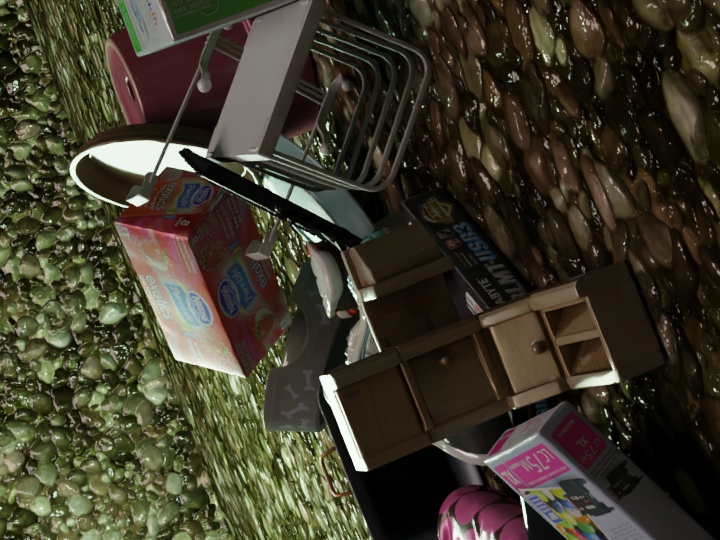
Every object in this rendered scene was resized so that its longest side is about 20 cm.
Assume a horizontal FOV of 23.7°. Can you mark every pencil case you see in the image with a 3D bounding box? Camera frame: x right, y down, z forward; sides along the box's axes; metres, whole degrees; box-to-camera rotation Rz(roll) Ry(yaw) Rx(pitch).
[{"bbox_3d":[0.142,0.260,1.565,0.200,0.091,0.094,-165,86,-72],"label":"pencil case"}]

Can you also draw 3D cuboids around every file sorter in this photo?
[{"bbox_3d":[-0.037,-0.144,1.495,0.200,0.124,0.139,-172,101,-73],"label":"file sorter"}]

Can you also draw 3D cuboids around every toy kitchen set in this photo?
[{"bbox_3d":[0.076,0.035,1.266,0.163,0.200,0.180,68,165,1],"label":"toy kitchen set"}]

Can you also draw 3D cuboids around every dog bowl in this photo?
[{"bbox_3d":[-0.046,0.082,1.835,0.200,0.059,0.200,15,-90,-81],"label":"dog bowl"}]

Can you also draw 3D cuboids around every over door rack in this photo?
[{"bbox_3d":[-0.108,-0.122,1.621,0.148,0.200,0.067,26,179,-22],"label":"over door rack"}]

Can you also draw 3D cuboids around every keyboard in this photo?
[{"bbox_3d":[-0.063,-0.051,1.532,0.200,0.021,0.127,26,-177,-32],"label":"keyboard"}]

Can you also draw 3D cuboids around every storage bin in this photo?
[{"bbox_3d":[0.030,0.188,1.778,0.134,0.146,0.200,119,129,-83],"label":"storage bin"}]

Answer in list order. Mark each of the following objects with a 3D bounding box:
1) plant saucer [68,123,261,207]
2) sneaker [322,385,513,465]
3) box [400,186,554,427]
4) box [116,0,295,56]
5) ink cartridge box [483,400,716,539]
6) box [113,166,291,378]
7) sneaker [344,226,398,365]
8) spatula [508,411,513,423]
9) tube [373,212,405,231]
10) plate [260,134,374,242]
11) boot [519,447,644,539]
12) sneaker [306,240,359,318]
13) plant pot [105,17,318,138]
[{"bbox_3d":[-0.202,-0.107,1.783,0.200,0.200,0.029,114,160,-69],"label":"plant saucer"},{"bbox_3d":[0.045,0.088,1.435,0.200,0.071,0.099,16,126,39],"label":"sneaker"},{"bbox_3d":[0.103,0.060,1.503,0.200,0.050,0.199,52,159,45],"label":"box"},{"bbox_3d":[-0.104,-0.268,1.490,0.097,0.200,0.176,71,164,-9],"label":"box"},{"bbox_3d":[0.189,0.183,1.232,0.200,0.042,0.119,41,158,-1],"label":"ink cartridge box"},{"bbox_3d":[-0.158,0.002,1.752,0.100,0.095,0.200,12,138,32],"label":"box"},{"bbox_3d":[0.037,0.060,1.503,0.086,0.078,0.200,43,154,39],"label":"sneaker"},{"bbox_3d":[0.092,0.130,1.505,0.057,0.021,0.200,58,164,6],"label":"spatula"},{"bbox_3d":[0.048,0.044,1.631,0.052,0.058,0.200,-56,-37,-55],"label":"tube"},{"bbox_3d":[-0.048,-0.063,1.769,0.200,0.026,0.200,43,164,15],"label":"plate"},{"bbox_3d":[0.145,0.206,1.379,0.200,0.076,0.168,3,120,32],"label":"boot"},{"bbox_3d":[0.000,0.000,1.658,0.200,0.082,0.077,19,-124,-84],"label":"sneaker"},{"bbox_3d":[-0.164,-0.213,1.810,0.200,0.179,0.200,158,90,-76],"label":"plant pot"}]
